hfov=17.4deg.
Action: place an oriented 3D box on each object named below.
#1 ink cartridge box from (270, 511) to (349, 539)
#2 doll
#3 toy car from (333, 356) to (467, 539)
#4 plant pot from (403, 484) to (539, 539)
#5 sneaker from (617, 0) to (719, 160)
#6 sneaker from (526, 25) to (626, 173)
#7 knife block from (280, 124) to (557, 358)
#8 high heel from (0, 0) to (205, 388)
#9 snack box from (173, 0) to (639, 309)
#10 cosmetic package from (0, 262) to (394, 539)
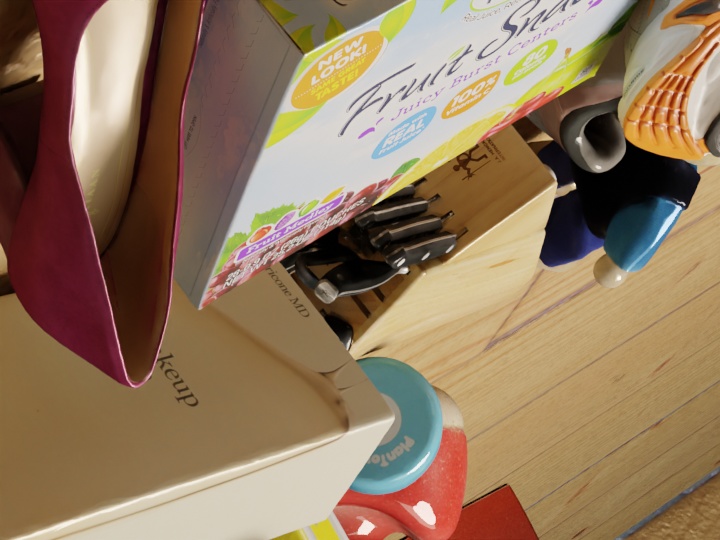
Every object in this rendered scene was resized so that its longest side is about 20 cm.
[{"bbox_3d":[-0.076,0.181,1.059,0.197,0.200,0.047,-19,-160,24],"label":"ink cartridge box"},{"bbox_3d":[0.124,-0.056,1.104,0.048,0.137,0.200,11,168,-15],"label":"doll"},{"bbox_3d":[-0.028,0.158,1.124,0.177,0.200,0.184,-7,169,-2],"label":"toy car"},{"bbox_3d":[0.081,0.343,2.135,0.200,0.176,0.200,-19,156,-52],"label":"plant pot"},{"bbox_3d":[0.143,-0.132,0.854,0.076,0.092,0.200,9,143,-21],"label":"sneaker"},{"bbox_3d":[0.131,-0.114,0.986,0.077,0.082,0.200,-28,163,-35],"label":"sneaker"},{"bbox_3d":[0.000,0.000,1.064,0.175,0.064,0.200,-35,166,-11],"label":"knife block"},{"bbox_3d":[-0.057,-0.051,0.684,0.067,0.096,0.200,-28,163,-35],"label":"high heel"},{"bbox_3d":[0.019,-0.091,0.807,0.200,0.068,0.169,-32,165,-29],"label":"snack box"},{"bbox_3d":[-0.096,0.061,0.886,0.200,0.104,0.073,-16,149,-45],"label":"cosmetic package"}]
